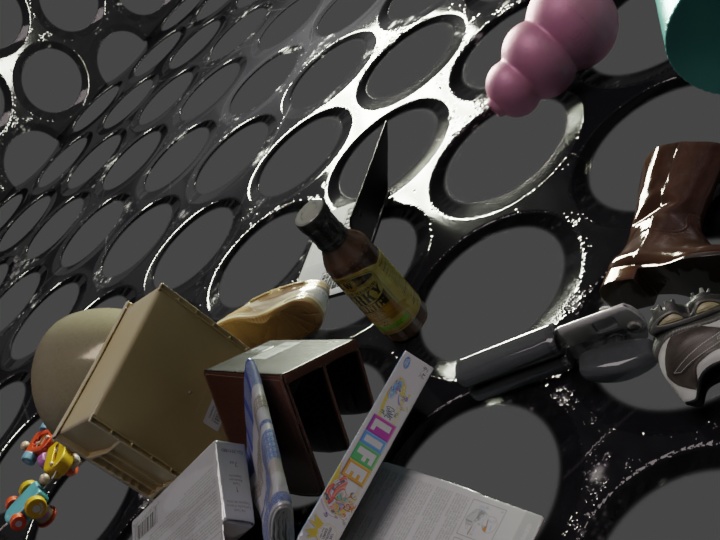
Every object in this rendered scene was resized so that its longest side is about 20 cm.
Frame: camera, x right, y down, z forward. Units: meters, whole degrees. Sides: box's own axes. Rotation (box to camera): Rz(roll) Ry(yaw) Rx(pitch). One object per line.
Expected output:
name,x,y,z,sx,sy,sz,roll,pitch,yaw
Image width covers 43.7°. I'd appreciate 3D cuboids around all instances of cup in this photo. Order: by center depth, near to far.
cup,-0.314,0.137,1.198,0.142,0.200,0.203,-19,37,41

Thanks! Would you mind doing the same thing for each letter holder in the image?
letter holder,-0.074,0.162,1.008,0.099,0.145,0.199,-22,8,-32

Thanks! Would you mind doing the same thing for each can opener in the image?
can opener,0.180,0.084,0.853,0.198,0.053,0.067,-21,37,32

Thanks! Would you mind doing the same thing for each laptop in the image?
laptop,-0.032,-0.072,1.225,0.197,0.116,0.189,-16,39,36

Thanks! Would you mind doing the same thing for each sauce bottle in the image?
sauce bottle,0.000,0.000,1.018,0.064,0.200,0.065,-30,33,22

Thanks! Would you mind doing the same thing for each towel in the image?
towel,-0.093,0.205,0.878,0.023,0.149,0.201,-7,37,-13

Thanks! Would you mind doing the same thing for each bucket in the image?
bucket,0.400,-0.293,0.925,0.205,0.207,0.137,-19,47,33

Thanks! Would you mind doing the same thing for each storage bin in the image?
storage bin,-0.228,0.159,1.091,0.093,0.198,0.202,-28,32,43

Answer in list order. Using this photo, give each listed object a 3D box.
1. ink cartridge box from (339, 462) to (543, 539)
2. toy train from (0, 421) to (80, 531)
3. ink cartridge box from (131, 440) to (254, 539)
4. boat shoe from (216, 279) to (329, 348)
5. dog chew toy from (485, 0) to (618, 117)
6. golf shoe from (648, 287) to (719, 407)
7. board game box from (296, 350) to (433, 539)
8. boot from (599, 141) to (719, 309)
ink cartridge box,0.056,0.266,0.783,0.198,0.047,0.161,5,55,49
toy train,-0.474,0.311,1.327,0.148,0.056,0.202,-22,34,33
ink cartridge box,-0.178,0.305,0.948,0.200,0.043,0.176,-45,44,34
boat shoe,-0.118,0.064,1.211,0.197,0.074,0.070,-17,27,34
dog chew toy,0.242,-0.285,1.175,0.200,0.124,0.125,-47,30,7
golf shoe,0.335,0.048,0.717,0.198,0.077,0.096,-27,51,27
board game box,0.000,0.189,0.873,0.202,0.034,0.135,-58,-7,-22
boot,0.330,-0.059,0.852,0.184,0.064,0.201,-7,42,46
